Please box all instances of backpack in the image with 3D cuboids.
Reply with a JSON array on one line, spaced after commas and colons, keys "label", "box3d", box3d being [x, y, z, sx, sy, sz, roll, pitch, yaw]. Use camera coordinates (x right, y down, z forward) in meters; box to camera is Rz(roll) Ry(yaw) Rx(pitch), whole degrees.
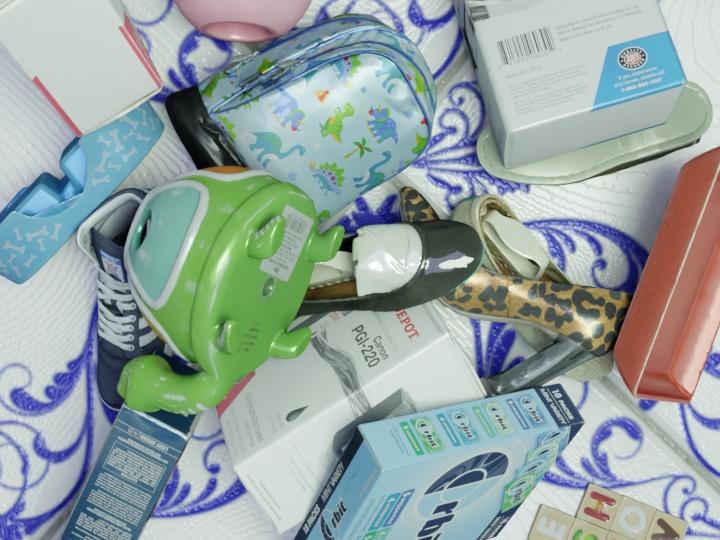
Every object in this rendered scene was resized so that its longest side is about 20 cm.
[{"label": "backpack", "box3d": [-0.033, -0.120, 0.970, 0.199, 0.153, 0.165, -33, 110, -13]}]

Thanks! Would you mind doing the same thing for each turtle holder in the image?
[{"label": "turtle holder", "box3d": [-0.108, 0.011, 0.891, 0.130, 0.140, 0.188, 24, 118, 24]}]

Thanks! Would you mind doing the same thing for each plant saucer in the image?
[{"label": "plant saucer", "box3d": [0.268, 0.007, 0.971, 0.036, 0.199, 0.203, 21, 93, 28]}]

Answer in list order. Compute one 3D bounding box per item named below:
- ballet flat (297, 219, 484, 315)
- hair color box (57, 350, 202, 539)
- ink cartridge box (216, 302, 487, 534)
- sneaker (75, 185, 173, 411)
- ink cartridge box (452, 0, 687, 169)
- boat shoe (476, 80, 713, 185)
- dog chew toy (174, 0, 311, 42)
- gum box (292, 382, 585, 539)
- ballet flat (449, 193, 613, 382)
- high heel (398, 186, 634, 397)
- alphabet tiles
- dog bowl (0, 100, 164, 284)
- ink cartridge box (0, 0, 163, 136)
[{"label": "ballet flat", "box3d": [0.000, 0.000, 0.938, 0.198, 0.068, 0.069, -15, 68, 34]}, {"label": "hair color box", "box3d": [-0.193, 0.177, 0.974, 0.060, 0.100, 0.202, 27, 112, -4]}, {"label": "ink cartridge box", "box3d": [-0.014, 0.096, 0.969, 0.198, 0.146, 0.085, -31, 120, 0]}, {"label": "sneaker", "box3d": [-0.194, 0.023, 0.975, 0.069, 0.108, 0.203, 21, 97, 17]}, {"label": "ink cartridge box", "box3d": [0.157, -0.205, 0.960, 0.144, 0.086, 0.203, -15, 72, 0]}, {"label": "boat shoe", "box3d": [0.195, -0.110, 1.009, 0.198, 0.061, 0.073, -11, 84, 0]}, {"label": "dog chew toy", "box3d": [-0.093, -0.293, 0.965, 0.122, 0.125, 0.204, 3, 86, -2]}, {"label": "gum box", "box3d": [0.059, 0.172, 0.941, 0.198, 0.171, 0.045, -8, 51, -34]}, {"label": "ballet flat", "box3d": [0.151, 0.017, 1.010, 0.200, 0.062, 0.068, 46, 64, -4]}, {"label": "high heel", "box3d": [0.126, -0.007, 0.966, 0.141, 0.071, 0.202, -30, 82, 8]}, {"label": "alphabet tiles", "box3d": [0.213, 0.301, 1.066, 0.165, 0.008, 0.203, 21, 94, -3]}, {"label": "dog bowl", "box3d": [-0.239, -0.070, 0.981, 0.200, 0.112, 0.050, -46, 108, 2]}, {"label": "ink cartridge box", "box3d": [-0.242, -0.227, 0.907, 0.082, 0.147, 0.201, -30, 57, 0]}]
